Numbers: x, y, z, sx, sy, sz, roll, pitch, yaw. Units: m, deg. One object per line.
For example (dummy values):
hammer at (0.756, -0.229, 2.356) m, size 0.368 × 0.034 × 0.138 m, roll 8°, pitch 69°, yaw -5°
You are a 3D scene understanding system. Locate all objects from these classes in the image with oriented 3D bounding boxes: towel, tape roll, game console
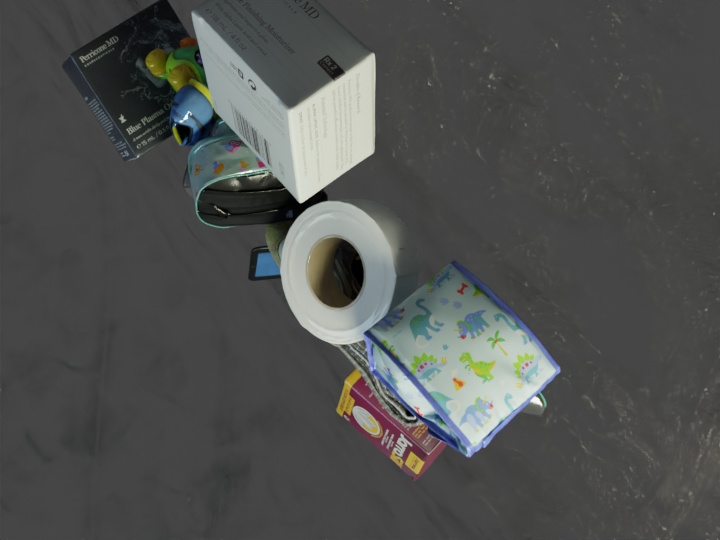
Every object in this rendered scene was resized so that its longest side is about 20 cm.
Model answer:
towel at (0.058, 0.157, 1.503) m, size 0.200 × 0.086 × 0.165 m, roll 47°, pitch -166°, yaw 18°
tape roll at (-0.016, 0.000, 1.340) m, size 0.200 × 0.070 × 0.206 m, roll 4°, pitch 97°, yaw 34°
game console at (-0.111, 0.022, 1.755) m, size 0.171 × 0.118 × 0.200 m, roll 51°, pitch 164°, yaw 8°

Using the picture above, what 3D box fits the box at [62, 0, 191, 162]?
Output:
box at (-0.371, -0.325, 1.626) m, size 0.201 × 0.196 × 0.117 m, roll 58°, pitch 162°, yaw -15°

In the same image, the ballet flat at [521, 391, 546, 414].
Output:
ballet flat at (0.169, 0.138, 1.315) m, size 0.200 × 0.073 × 0.073 m, roll 48°, pitch 163°, yaw 16°

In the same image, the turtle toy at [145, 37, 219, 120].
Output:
turtle toy at (-0.237, -0.295, 1.488) m, size 0.199 × 0.101 × 0.146 m, roll 36°, pitch 170°, yaw 40°

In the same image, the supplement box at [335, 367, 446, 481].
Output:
supplement box at (0.065, 0.258, 1.699) m, size 0.199 × 0.103 × 0.132 m, roll 39°, pitch 148°, yaw 16°

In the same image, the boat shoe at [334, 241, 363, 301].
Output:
boat shoe at (0.000, 0.000, 1.451) m, size 0.073 × 0.074 × 0.202 m, roll -51°, pitch 41°, yaw 35°

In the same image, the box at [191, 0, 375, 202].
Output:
box at (-0.090, -0.231, 1.175) m, size 0.199 × 0.130 × 0.201 m, roll 46°, pitch 161°, yaw 22°

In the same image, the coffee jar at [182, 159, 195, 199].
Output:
coffee jar at (-0.230, -0.171, 1.580) m, size 0.103 × 0.086 × 0.200 m, roll 20°, pitch -160°, yaw -5°

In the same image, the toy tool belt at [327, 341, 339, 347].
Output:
toy tool belt at (-0.038, 0.053, 1.598) m, size 0.123 × 0.125 × 0.200 m, roll 40°, pitch 172°, yaw 35°

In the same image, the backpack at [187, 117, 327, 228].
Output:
backpack at (-0.160, -0.149, 1.407) m, size 0.176 × 0.197 × 0.155 m, roll 101°, pitch 150°, yaw -68°

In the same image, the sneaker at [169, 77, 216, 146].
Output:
sneaker at (-0.257, -0.216, 1.414) m, size 0.066 × 0.079 × 0.200 m, roll 35°, pitch 166°, yaw 1°

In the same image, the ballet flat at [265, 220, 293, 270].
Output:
ballet flat at (-0.083, 0.004, 1.456) m, size 0.202 × 0.070 × 0.071 m, roll 62°, pitch 163°, yaw 0°

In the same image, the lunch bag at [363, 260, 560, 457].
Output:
lunch bag at (0.129, 0.118, 1.211) m, size 0.200 × 0.170 × 0.128 m, roll 40°, pitch 159°, yaw 30°
